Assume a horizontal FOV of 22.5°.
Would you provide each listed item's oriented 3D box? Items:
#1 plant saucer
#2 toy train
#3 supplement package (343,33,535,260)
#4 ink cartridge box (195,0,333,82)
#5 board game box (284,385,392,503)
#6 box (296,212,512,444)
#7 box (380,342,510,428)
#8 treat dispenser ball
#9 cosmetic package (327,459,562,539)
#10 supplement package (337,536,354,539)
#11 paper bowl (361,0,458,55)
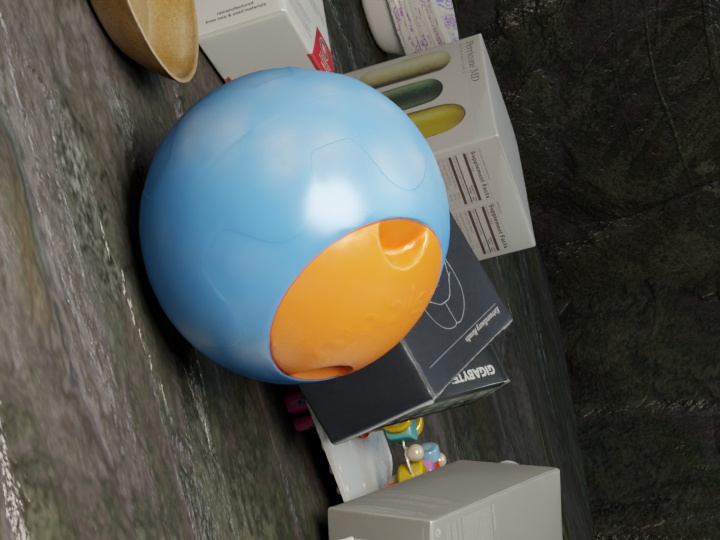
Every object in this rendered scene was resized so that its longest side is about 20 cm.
[{"bbox_3d":[-0.162,-0.222,1.239,0.200,0.035,0.202,-14,90,-80],"label":"plant saucer"},{"bbox_3d":[0.035,0.154,1.598,0.151,0.055,0.202,-85,162,-64],"label":"toy train"},{"bbox_3d":[0.046,-0.099,1.724,0.153,0.198,0.151,-95,166,-45],"label":"supplement package"},{"bbox_3d":[-0.089,-0.254,1.535,0.144,0.083,0.202,55,24,-60],"label":"ink cartridge box"},{"bbox_3d":[-0.016,0.139,1.552,0.200,0.026,0.201,-83,157,-62],"label":"board game box"},{"bbox_3d":[0.000,0.000,1.359,0.201,0.107,0.148,59,35,-5],"label":"box"},{"bbox_3d":[0.021,0.044,1.495,0.199,0.046,0.160,-8,68,-51],"label":"box"},{"bbox_3d":[-0.042,-0.029,1.160,0.201,0.199,0.203,-15,90,-80],"label":"treat dispenser ball"},{"bbox_3d":[0.072,0.214,1.467,0.199,0.106,0.091,-6,96,-52],"label":"cosmetic package"},{"bbox_3d":[-0.021,0.283,1.092,0.201,0.110,0.157,64,16,-50],"label":"supplement package"},{"bbox_3d":[0.058,-0.371,2.421,0.201,0.103,0.203,-14,90,-80],"label":"paper bowl"}]
